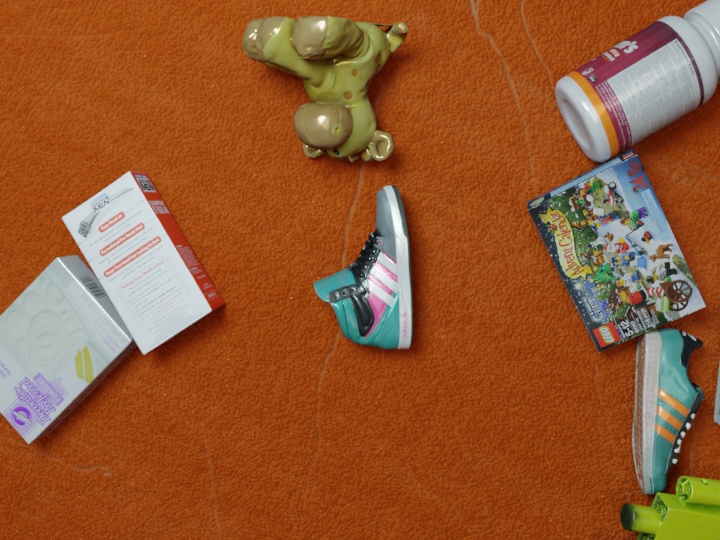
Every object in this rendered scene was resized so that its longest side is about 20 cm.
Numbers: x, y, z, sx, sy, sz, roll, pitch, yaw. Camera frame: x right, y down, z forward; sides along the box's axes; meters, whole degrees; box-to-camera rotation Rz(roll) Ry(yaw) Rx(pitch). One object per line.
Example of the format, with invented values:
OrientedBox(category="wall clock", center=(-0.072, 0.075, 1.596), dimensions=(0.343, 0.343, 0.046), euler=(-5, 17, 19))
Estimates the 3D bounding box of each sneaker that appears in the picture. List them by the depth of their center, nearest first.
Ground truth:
OrientedBox(category="sneaker", center=(0.376, 0.173, 0.923), dimensions=(0.078, 0.071, 0.205), euler=(3, 93, 9))
OrientedBox(category="sneaker", center=(0.000, 0.000, 0.943), dimensions=(0.118, 0.084, 0.204), euler=(-4, 95, -4))

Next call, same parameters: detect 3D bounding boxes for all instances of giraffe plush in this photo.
OrientedBox(category="giraffe plush", center=(-0.034, -0.211, 0.910), dimensions=(0.197, 0.172, 0.166), euler=(-7, 106, -29))

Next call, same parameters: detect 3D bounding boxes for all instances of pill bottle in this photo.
OrientedBox(category="pill bottle", center=(0.335, -0.220, 0.879), dimensions=(0.198, 0.110, 0.111), euler=(-30, 91, 6))

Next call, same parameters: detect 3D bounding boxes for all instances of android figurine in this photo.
OrientedBox(category="android figurine", center=(0.398, 0.335, 0.927), dimensions=(0.196, 0.041, 0.185), euler=(9, 110, -12))

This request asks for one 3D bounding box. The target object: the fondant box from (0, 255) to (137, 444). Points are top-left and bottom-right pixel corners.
OrientedBox(category="fondant box", center=(-0.401, 0.102, 0.996), dimensions=(0.200, 0.058, 0.145), euler=(-43, 90, 8))

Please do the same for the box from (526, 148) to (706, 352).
OrientedBox(category="box", center=(0.301, -0.020, 0.902), dimensions=(0.135, 0.038, 0.202), euler=(-27, 102, 17))

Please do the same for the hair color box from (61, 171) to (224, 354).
OrientedBox(category="hair color box", center=(-0.275, -0.011, 0.973), dimensions=(0.110, 0.064, 0.202), euler=(-30, 92, 8))

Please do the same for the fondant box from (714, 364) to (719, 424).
OrientedBox(category="fondant box", center=(0.510, 0.094, 0.905), dimensions=(0.141, 0.058, 0.204), euler=(4, 94, 5))
